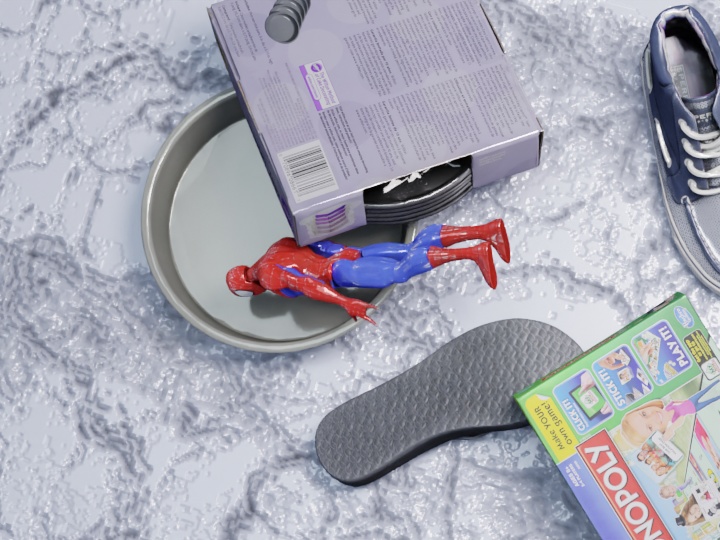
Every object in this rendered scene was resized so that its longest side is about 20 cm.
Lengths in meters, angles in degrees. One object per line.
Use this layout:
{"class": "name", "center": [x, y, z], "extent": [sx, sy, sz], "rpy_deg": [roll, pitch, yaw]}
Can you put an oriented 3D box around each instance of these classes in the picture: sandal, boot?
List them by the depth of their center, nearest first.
{"class": "boot", "center": [0.236, -0.080, 1.466], "extent": [0.073, 0.090, 0.200], "rpy_deg": [-19, 77, 3]}
{"class": "sandal", "center": [0.064, 0.090, 1.484], "extent": [0.200, 0.043, 0.076], "rpy_deg": [-21, 69, 11]}

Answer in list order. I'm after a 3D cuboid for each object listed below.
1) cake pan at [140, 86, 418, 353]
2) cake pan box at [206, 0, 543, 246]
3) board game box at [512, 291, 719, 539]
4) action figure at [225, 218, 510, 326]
{"class": "cake pan", "center": [-0.056, -0.038, 1.522], "extent": [0.200, 0.037, 0.201], "rpy_deg": [-1, 79, 7]}
{"class": "cake pan box", "center": [0.010, -0.127, 1.486], "extent": [0.184, 0.052, 0.200], "rpy_deg": [-21, 61, -6]}
{"class": "board game box", "center": [0.211, 0.135, 1.431], "extent": [0.134, 0.029, 0.200], "rpy_deg": [-32, 93, -1]}
{"class": "action figure", "center": [0.000, 0.000, 1.454], "extent": [0.200, 0.065, 0.052], "rpy_deg": [-3, 120, 20]}
